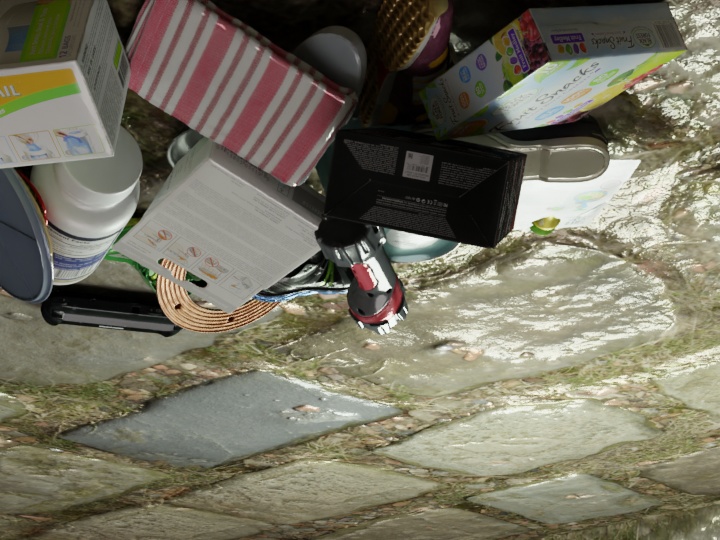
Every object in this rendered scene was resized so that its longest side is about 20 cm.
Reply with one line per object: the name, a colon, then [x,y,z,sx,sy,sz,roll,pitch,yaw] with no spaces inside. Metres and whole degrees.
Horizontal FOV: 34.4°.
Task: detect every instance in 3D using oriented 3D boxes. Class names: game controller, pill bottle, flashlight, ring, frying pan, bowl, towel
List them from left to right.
pill bottle: [-0.291,-0.072,1.193,0.110,0.113,0.200,10,153,-26]
game controller: [-0.332,0.059,1.581,0.197,0.043,0.104,8,168,-21]
frying pan: [-0.138,-0.140,1.151,0.113,0.031,0.191,-3,154,-5]
ring: [-0.147,-0.009,1.357,0.198,0.019,0.202,-21,137,-20]
towel: [-0.109,-0.164,1.019,0.198,0.030,0.146,31,146,-10]
flashlight: [0.000,0.000,1.184,0.067,0.068,0.200,21,163,23]
bowl: [0.049,-0.078,1.223,0.197,0.106,0.201,-2,155,-1]

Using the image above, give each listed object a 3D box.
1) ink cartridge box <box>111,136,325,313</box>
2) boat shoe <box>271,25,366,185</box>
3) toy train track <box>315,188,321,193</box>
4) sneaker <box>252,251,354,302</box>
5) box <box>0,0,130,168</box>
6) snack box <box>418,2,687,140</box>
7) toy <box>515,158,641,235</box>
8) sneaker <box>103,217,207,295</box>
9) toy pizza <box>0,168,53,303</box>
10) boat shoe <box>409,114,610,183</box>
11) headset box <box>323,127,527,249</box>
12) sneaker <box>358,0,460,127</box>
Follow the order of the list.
ink cartridge box: [-0.140,-0.045,1.206,0.160,0.051,0.199,31,139,-25]
boat shoe: [-0.032,-0.157,1.060,0.073,0.068,0.200,32,143,7]
toy train track: [-0.090,-0.091,1.241,0.114,0.033,0.200,-25,166,-22]
sneaker: [-0.044,-0.017,1.350,0.197,0.071,0.083,-12,146,-23]
box: [-0.306,-0.158,0.971,0.197,0.114,0.102,-5,138,7]
snack box: [0.168,-0.172,1.005,0.198,0.054,0.142,-13,166,-42]
toy: [0.219,-0.095,1.273,0.113,0.048,0.200,-3,159,-7]
sneaker: [-0.228,-0.007,1.375,0.198,0.085,0.074,16,151,-34]
toy pizza: [-0.360,-0.061,1.161,0.032,0.201,0.200,-33,175,-35]
boat shoe: [0.143,-0.129,1.138,0.197,0.063,0.073,5,140,0]
headset box: [0.065,-0.078,1.032,0.147,0.078,0.200,12,-172,10]
sneaker: [0.059,-0.192,1.025,0.089,0.076,0.200,-4,163,-18]
